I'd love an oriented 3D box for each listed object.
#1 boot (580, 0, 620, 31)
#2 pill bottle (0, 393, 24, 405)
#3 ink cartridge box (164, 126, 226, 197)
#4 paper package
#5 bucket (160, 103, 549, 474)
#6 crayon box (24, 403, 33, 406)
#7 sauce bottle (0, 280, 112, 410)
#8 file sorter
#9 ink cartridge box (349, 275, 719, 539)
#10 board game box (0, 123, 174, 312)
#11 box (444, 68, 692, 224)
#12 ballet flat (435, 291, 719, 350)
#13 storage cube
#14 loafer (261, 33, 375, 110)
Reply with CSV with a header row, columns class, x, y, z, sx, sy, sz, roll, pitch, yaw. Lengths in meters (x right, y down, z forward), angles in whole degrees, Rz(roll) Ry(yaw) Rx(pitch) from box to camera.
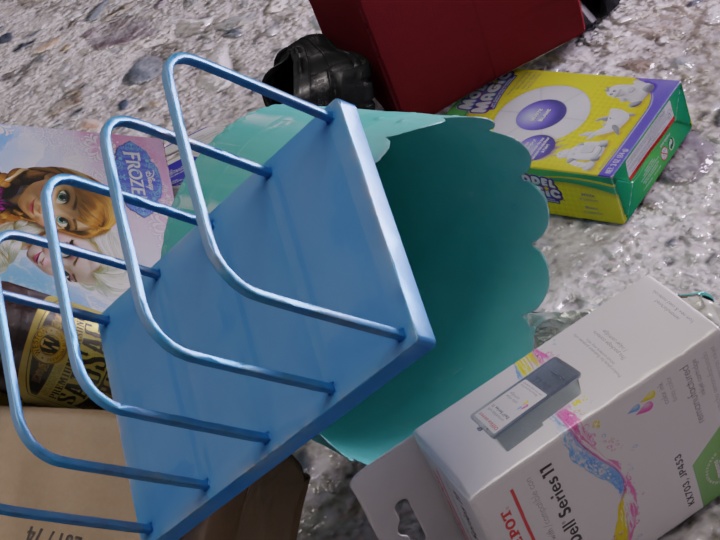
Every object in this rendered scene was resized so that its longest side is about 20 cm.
class,x,y,z,sx,sy,sz,roll,pitch,yaw
boot,0.102,-0.213,1.235,0.199,0.066,0.165,11,50,33
pill bottle,-0.272,0.065,0.952,0.112,0.113,0.201,-8,38,21
ink cartridge box,-0.084,-0.075,1.123,0.199,0.047,0.197,-4,18,30
paper package,-0.148,0.177,0.797,0.198,0.104,0.192,0,65,25
bucket,-0.004,0.003,0.818,0.134,0.208,0.207,16,52,43
crayon box,-0.164,0.133,0.949,0.198,0.059,0.119,-8,39,21
sauce bottle,-0.181,0.047,0.832,0.066,0.199,0.066,-39,41,45
file sorter,-0.091,0.018,0.674,0.200,0.122,0.140,-39,53,30
ink cartridge box,0.106,0.108,0.775,0.199,0.118,0.067,-33,38,-9
board game box,-0.213,-0.012,0.942,0.198,0.041,0.201,3,49,-24
box,0.131,-0.099,1.082,0.199,0.049,0.118,9,47,39
ballet flat,0.124,0.054,0.883,0.198,0.072,0.072,-7,39,25
storage cube,0.046,-0.249,1.114,0.170,0.180,0.200,-29,43,-6
loafer,-0.046,-0.149,1.144,0.070,0.069,0.200,-9,14,-14
